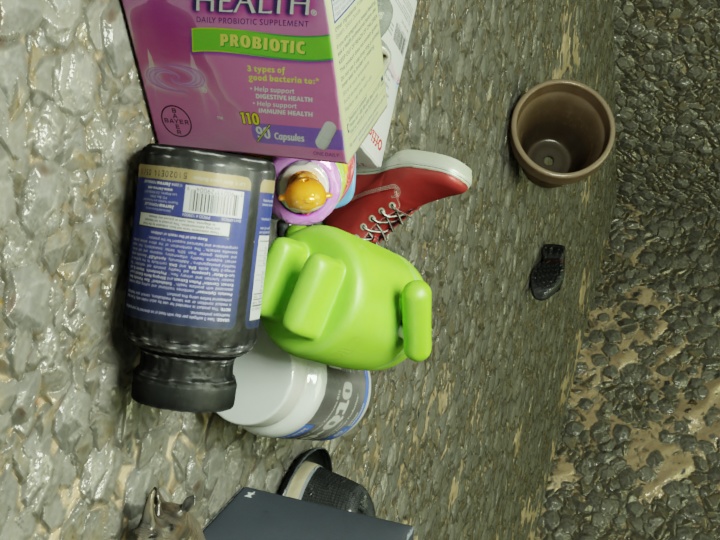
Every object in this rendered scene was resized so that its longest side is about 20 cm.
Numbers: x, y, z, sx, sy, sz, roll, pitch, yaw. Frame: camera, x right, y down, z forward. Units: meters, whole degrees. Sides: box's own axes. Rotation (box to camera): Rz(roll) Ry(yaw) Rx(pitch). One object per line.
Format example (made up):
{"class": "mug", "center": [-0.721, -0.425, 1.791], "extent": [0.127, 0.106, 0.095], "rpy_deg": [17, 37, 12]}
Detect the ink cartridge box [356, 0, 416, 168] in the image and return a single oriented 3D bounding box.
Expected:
{"class": "ink cartridge box", "center": [-0.014, -0.229, 1.125], "extent": [0.145, 0.083, 0.203], "rpy_deg": [39, 61, -66]}

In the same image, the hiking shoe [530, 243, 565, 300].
{"class": "hiking shoe", "center": [0.436, 0.024, 2.439], "extent": [0.201, 0.075, 0.102], "rpy_deg": [-56, 144, -51]}

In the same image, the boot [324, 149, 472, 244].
{"class": "boot", "center": [0.030, -0.051, 1.165], "extent": [0.072, 0.198, 0.146], "rpy_deg": [31, 67, -39]}

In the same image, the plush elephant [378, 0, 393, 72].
{"class": "plush elephant", "center": [-0.028, -0.257, 0.980], "extent": [0.155, 0.196, 0.167], "rpy_deg": [84, 13, -69]}

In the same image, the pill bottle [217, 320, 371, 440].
{"class": "pill bottle", "center": [-0.071, 0.109, 1.057], "extent": [0.200, 0.112, 0.116], "rpy_deg": [26, 73, -68]}

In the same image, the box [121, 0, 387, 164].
{"class": "box", "center": [-0.083, -0.199, 0.823], "extent": [0.097, 0.173, 0.202], "rpy_deg": [-58, 149, -47]}

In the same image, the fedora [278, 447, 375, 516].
{"class": "fedora", "center": [-0.038, 0.314, 1.247], "extent": [0.200, 0.090, 0.204], "rpy_deg": [8, 90, -69]}

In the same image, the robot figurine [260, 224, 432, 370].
{"class": "robot figurine", "center": [-0.013, 0.028, 0.964], "extent": [0.199, 0.174, 0.117], "rpy_deg": [20, 92, -55]}

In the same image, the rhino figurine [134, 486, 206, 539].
{"class": "rhino figurine", "center": [-0.164, 0.265, 0.944], "extent": [0.088, 0.059, 0.202], "rpy_deg": [-54, 145, -46]}

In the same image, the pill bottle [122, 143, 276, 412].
{"class": "pill bottle", "center": [-0.132, 0.006, 0.858], "extent": [0.112, 0.110, 0.204], "rpy_deg": [0, 98, -69]}

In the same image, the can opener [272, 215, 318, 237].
{"class": "can opener", "center": [-0.073, -0.034, 1.109], "extent": [0.066, 0.052, 0.203], "rpy_deg": [-17, 117, -30]}

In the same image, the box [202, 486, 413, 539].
{"class": "box", "center": [-0.057, 0.349, 1.065], "extent": [0.123, 0.197, 0.202], "rpy_deg": [-38, 132, -61]}

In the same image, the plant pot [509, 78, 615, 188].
{"class": "plant pot", "center": [0.378, -0.245, 2.069], "extent": [0.175, 0.197, 0.203], "rpy_deg": [89, 14, -75]}

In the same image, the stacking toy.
{"class": "stacking toy", "center": [-0.051, -0.082, 0.938], "extent": [0.200, 0.114, 0.112], "rpy_deg": [-112, -159, -71]}
